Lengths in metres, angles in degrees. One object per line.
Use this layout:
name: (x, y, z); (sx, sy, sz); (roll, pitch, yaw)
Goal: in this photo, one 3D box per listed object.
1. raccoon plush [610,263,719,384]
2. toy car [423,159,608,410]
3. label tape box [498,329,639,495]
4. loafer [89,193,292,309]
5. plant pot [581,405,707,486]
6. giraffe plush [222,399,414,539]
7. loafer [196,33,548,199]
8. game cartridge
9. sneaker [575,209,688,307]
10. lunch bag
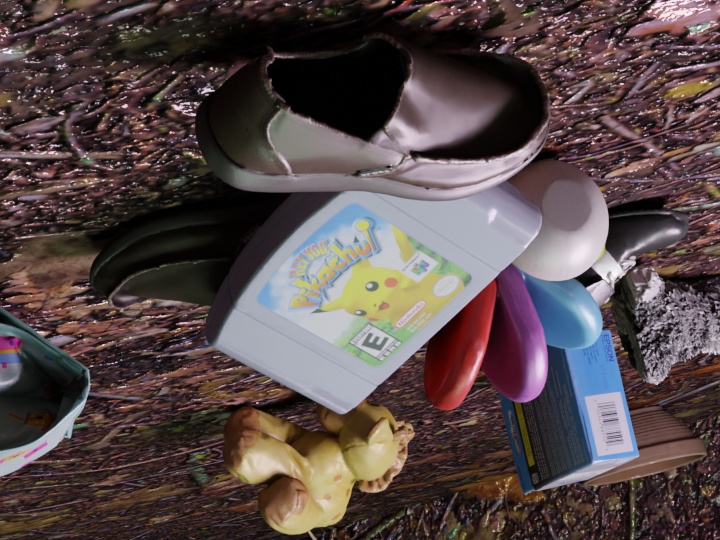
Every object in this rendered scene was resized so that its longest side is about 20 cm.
raccoon plush: (0.322, 0.039, 1.605); (0.133, 0.098, 0.200); (-20, 166, -3)
toy car: (0.083, 0.019, 1.159); (0.197, 0.152, 0.175); (-9, 166, -17)
label tape box: (0.229, 0.163, 1.885); (0.065, 0.145, 0.200); (-7, 165, -19)
loafer: (-0.080, -0.004, 1.080); (0.197, 0.072, 0.073); (-15, 166, 8)
plant pot: (0.432, 0.269, 2.609); (0.198, 0.094, 0.201); (-13, 167, -3)
giraffe plush: (-0.030, 0.195, 1.783); (0.162, 0.200, 0.173); (-39, -167, 10)
loafer: (0.019, -0.079, 0.842); (0.198, 0.074, 0.071); (-9, 160, -29)
game cartridge: (0.000, 0.000, 1.036); (0.133, 0.041, 0.200); (31, 119, -27)
sneaker: (0.177, 0.011, 1.352); (0.198, 0.090, 0.074); (-19, 164, 19)
lunch bag: (-0.294, 0.095, 1.181); (0.197, 0.124, 0.170); (-2, 163, -18)
